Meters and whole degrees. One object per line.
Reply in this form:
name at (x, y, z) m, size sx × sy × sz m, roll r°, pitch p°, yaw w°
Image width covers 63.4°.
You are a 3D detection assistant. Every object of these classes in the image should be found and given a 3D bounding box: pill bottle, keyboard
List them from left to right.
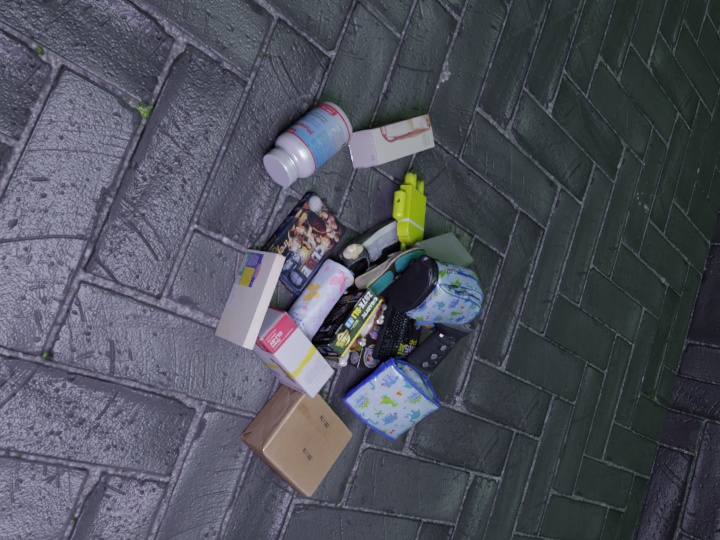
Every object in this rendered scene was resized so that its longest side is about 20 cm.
pill bottle at (-0.117, -0.277, 1.290) m, size 0.200 × 0.108 × 0.109 m, roll -46°, pitch 121°, yaw -26°
keyboard at (0.099, 0.145, 1.450) m, size 0.103 × 0.040 × 0.202 m, roll -3°, pitch 123°, yaw -30°

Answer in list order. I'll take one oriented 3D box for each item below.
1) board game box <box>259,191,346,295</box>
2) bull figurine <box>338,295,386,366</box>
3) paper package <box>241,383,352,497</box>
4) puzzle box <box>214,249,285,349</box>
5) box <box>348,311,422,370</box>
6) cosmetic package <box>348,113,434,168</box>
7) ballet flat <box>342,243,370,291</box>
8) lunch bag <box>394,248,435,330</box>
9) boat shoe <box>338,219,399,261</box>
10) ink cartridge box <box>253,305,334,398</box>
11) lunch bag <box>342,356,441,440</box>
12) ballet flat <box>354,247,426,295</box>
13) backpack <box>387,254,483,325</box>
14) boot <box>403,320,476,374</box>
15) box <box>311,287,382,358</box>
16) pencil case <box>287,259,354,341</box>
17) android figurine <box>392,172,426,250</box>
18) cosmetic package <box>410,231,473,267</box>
board game box at (-0.132, -0.064, 1.351) m, size 0.136 × 0.034 × 0.201 m, roll 49°, pitch 66°, yaw -32°
bull figurine at (-0.004, 0.142, 1.414) m, size 0.065 × 0.121 × 0.201 m, roll 33°, pitch 84°, yaw -10°
paper package at (-0.142, 0.384, 1.356) m, size 0.191 × 0.103 × 0.201 m, roll -51°, pitch 123°, yaw -24°
puzzle box at (-0.232, 0.055, 1.222) m, size 0.025 × 0.132 × 0.202 m, roll 26°, pitch 80°, yaw -37°
box at (0.071, 0.187, 1.542) m, size 0.199 × 0.044 × 0.162 m, roll 17°, pitch 84°, yaw -39°
cosmetic package at (0.077, -0.322, 1.447) m, size 0.199 × 0.103 × 0.088 m, roll -26°, pitch 109°, yaw -36°
ballet flat at (0.000, 0.000, 1.398) m, size 0.066 × 0.057 × 0.201 m, roll -21°, pitch 147°, yaw -2°
lunch bag at (0.165, 0.035, 1.562) m, size 0.150 × 0.094 × 0.202 m, roll 25°, pitch 52°, yaw -28°
boat shoe at (0.032, -0.060, 1.462) m, size 0.200 × 0.070 × 0.072 m, roll -34°, pitch 110°, yaw -35°
ink cartridge box at (-0.169, 0.173, 1.280) m, size 0.084 × 0.144 × 0.201 m, roll -49°, pitch 122°, yaw -22°
lunch bag at (0.074, 0.313, 1.473) m, size 0.170 × 0.128 × 0.200 m, roll -41°, pitch 131°, yaw 13°
ballet flat at (0.068, -0.006, 1.392) m, size 0.199 × 0.069 × 0.070 m, roll -32°, pitch 115°, yaw -24°
backpack at (0.193, 0.053, 1.365) m, size 0.199 × 0.163 × 0.155 m, roll -1°, pitch 55°, yaw -42°
boot at (0.175, 0.179, 1.504) m, size 0.164 × 0.066 × 0.200 m, roll 26°, pitch 124°, yaw -26°
box at (-0.047, 0.122, 1.337) m, size 0.049 × 0.200 × 0.160 m, roll 42°, pitch 69°, yaw -13°
pencil case at (-0.097, 0.071, 1.348) m, size 0.201 × 0.083 × 0.091 m, roll -53°, pitch 146°, yaw -18°
android figurine at (0.130, -0.143, 1.508) m, size 0.182 × 0.041 × 0.203 m, roll 16°, pitch 79°, yaw -65°
cosmetic package at (0.200, -0.026, 1.519) m, size 0.199 × 0.090 × 0.107 m, roll -17°, pitch 67°, yaw -50°
